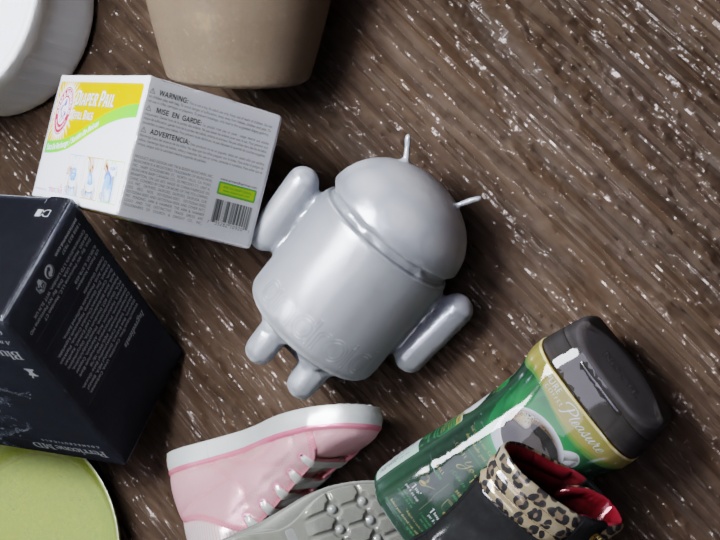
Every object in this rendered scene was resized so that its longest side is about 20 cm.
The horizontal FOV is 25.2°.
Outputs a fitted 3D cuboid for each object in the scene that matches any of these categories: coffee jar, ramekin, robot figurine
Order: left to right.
[{"bbox_3d":[-0.326,-0.228,1.386,0.200,0.098,0.202,-4,82,28],"label":"ramekin"},{"bbox_3d":[0.000,0.000,1.177,0.169,0.113,0.200,38,104,-6],"label":"robot figurine"},{"bbox_3d":[0.113,0.124,1.115,0.200,0.085,0.104,-40,81,17],"label":"coffee jar"}]

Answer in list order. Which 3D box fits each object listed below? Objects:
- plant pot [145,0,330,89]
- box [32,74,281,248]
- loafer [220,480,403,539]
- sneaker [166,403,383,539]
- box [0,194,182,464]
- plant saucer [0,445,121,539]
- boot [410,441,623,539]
[{"bbox_3d":[-0.095,-0.232,1.227,0.199,0.200,0.176,10,105,29],"label":"plant pot"},{"bbox_3d":[-0.161,-0.086,1.227,0.200,0.112,0.102,13,89,61],"label":"box"},{"bbox_3d":[-0.047,0.204,1.167,0.199,0.070,0.070,-15,75,-19],"label":"loafer"},{"bbox_3d":[-0.059,0.166,1.212,0.200,0.075,0.105,-20,71,33],"label":"sneaker"},{"bbox_3d":[-0.280,0.043,1.260,0.196,0.200,0.118,5,55,29],"label":"box"},{"bbox_3d":[-0.274,0.234,1.345,0.199,0.031,0.201,-3,83,27],"label":"plant saucer"},{"bbox_3d":[0.119,0.213,1.063,0.200,0.073,0.151,35,109,-10],"label":"boot"}]
